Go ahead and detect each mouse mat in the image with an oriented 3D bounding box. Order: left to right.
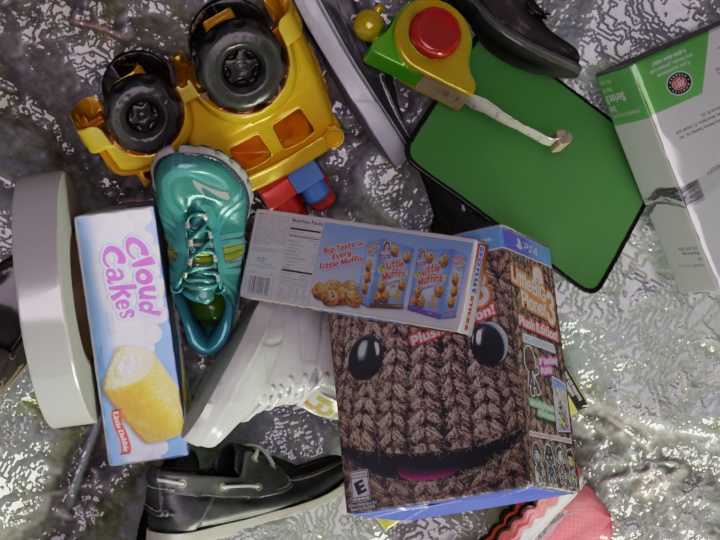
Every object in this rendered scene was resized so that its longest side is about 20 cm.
[{"bbox_3d":[0.146,-0.092,1.528,0.200,0.008,0.161,37,59,-6],"label":"mouse mat"}]

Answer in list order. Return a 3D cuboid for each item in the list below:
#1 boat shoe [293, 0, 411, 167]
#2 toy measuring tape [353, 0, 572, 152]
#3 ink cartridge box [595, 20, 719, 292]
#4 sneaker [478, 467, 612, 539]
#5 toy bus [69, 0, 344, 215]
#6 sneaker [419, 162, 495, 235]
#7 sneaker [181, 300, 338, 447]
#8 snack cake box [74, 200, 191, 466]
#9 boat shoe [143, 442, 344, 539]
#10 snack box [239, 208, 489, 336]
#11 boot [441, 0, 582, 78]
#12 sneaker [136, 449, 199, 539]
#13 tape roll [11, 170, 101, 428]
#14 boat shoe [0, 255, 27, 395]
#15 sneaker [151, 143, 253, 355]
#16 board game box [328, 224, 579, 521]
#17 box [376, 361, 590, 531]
[{"bbox_3d":[-0.003,-0.182,1.523,0.056,0.069,0.201,-30,93,-2],"label":"boat shoe"},{"bbox_3d":[0.087,-0.166,1.493,0.199,0.074,0.074,25,92,-8],"label":"toy measuring tape"},{"bbox_3d":[0.301,-0.098,1.526,0.145,0.084,0.201,-23,95,-16],"label":"ink cartridge box"},{"bbox_3d":[0.133,0.256,1.558,0.200,0.074,0.087,-45,97,0],"label":"sneaker"},{"bbox_3d":[-0.109,-0.106,1.501,0.199,0.136,0.193,-28,111,1],"label":"toy bus"},{"bbox_3d":[0.085,-0.007,1.540,0.090,0.076,0.201,-25,91,8],"label":"sneaker"},{"bbox_3d":[-0.059,0.090,1.489,0.115,0.200,0.074,39,134,-9],"label":"sneaker"},{"bbox_3d":[-0.181,0.047,1.502,0.067,0.115,0.202,-8,95,-1],"label":"snack cake box"},{"bbox_3d":[-0.087,0.171,1.502,0.199,0.072,0.068,-9,92,-39],"label":"boat shoe"},{"bbox_3d":[0.000,0.000,1.429,0.199,0.024,0.072,9,84,30],"label":"snack box"},{"bbox_3d":[0.134,-0.272,1.522,0.199,0.069,0.175,34,82,-6],"label":"boot"},{"bbox_3d":[-0.146,0.244,1.544,0.088,0.074,0.201,11,100,-11],"label":"sneaker"},{"bbox_3d":[-0.235,0.023,1.454,0.037,0.203,0.204,-8,94,-1],"label":"tape roll"},{"bbox_3d":[-0.317,0.081,1.516,0.074,0.073,0.201,29,92,-5],"label":"boat shoe"},{"bbox_3d":[-0.120,-0.016,1.445,0.077,0.080,0.201,-2,136,4],"label":"sneaker"},{"bbox_3d":[0.070,0.083,1.445,0.159,0.097,0.202,-13,74,26],"label":"board game box"},{"bbox_3d":[0.090,0.139,1.547,0.199,0.075,0.050,-31,96,-2],"label":"box"}]
